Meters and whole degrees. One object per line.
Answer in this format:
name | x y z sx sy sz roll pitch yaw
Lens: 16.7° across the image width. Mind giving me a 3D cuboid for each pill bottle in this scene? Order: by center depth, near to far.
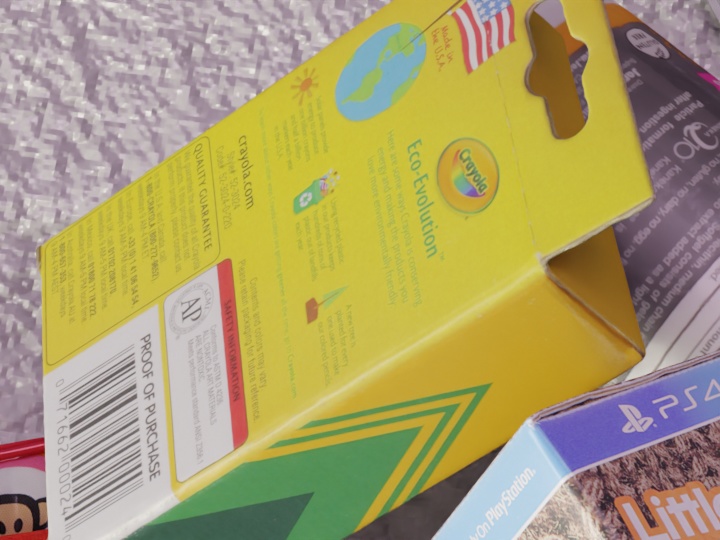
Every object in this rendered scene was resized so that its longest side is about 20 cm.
pill bottle | 0.108 0.015 0.747 0.200 0.117 0.116 41 73 18

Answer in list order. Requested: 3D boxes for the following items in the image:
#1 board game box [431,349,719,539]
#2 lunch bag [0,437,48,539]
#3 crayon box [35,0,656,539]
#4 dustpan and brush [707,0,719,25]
board game box | 0.095 0.150 0.647 0.096 0.160 0.201 -14 60 -40
lunch bag | -0.136 0.126 0.729 0.198 0.082 0.177 -9 61 -4
crayon box | 0.000 0.000 0.673 0.199 0.051 0.128 -32 42 24
dustpan and brush | 0.171 -0.082 0.830 0.138 0.057 0.201 5 59 6
